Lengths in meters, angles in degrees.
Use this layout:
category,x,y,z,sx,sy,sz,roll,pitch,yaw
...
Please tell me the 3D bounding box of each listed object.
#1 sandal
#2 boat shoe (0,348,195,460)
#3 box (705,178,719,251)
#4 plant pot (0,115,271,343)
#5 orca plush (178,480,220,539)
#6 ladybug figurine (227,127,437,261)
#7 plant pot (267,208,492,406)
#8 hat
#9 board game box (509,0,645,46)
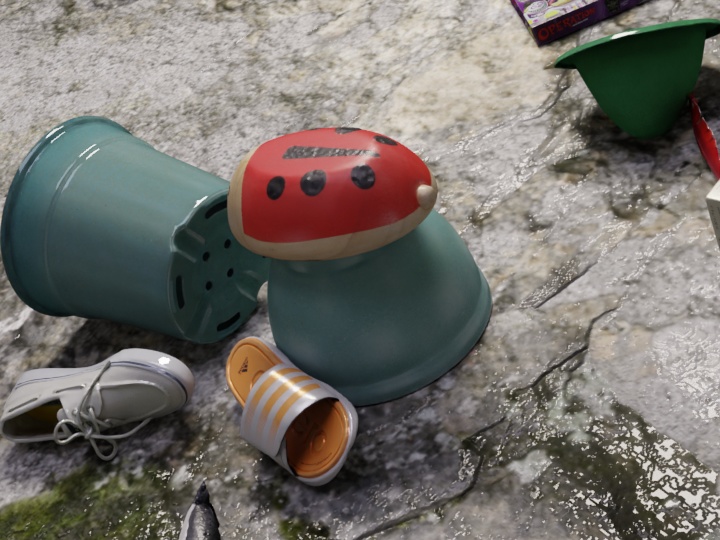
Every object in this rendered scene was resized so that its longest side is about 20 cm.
category,x,y,z,sx,sy,sz,roll,pitch,yaw
sandal,-0.077,0.111,1.379,0.206,0.059,0.080,34,101,52
boat shoe,-0.243,0.126,1.473,0.200,0.075,0.086,-7,37,27
box,0.383,-0.041,1.323,0.199,0.069,0.082,17,51,43
plant pot,-0.200,-0.027,1.565,0.195,0.201,0.200,18,51,33
orca plush,-0.121,0.263,1.250,0.106,0.071,0.201,-59,12,33
ladybug figurine,-0.028,-0.070,1.368,0.199,0.072,0.136,-1,41,30
plant pot,0.000,0.000,1.442,0.199,0.135,0.201,-17,35,12
hat,0.278,-0.132,1.554,0.164,0.178,0.200,-13,-2,19
board game box,0.265,-0.317,1.801,0.199,0.032,0.120,-23,30,2
